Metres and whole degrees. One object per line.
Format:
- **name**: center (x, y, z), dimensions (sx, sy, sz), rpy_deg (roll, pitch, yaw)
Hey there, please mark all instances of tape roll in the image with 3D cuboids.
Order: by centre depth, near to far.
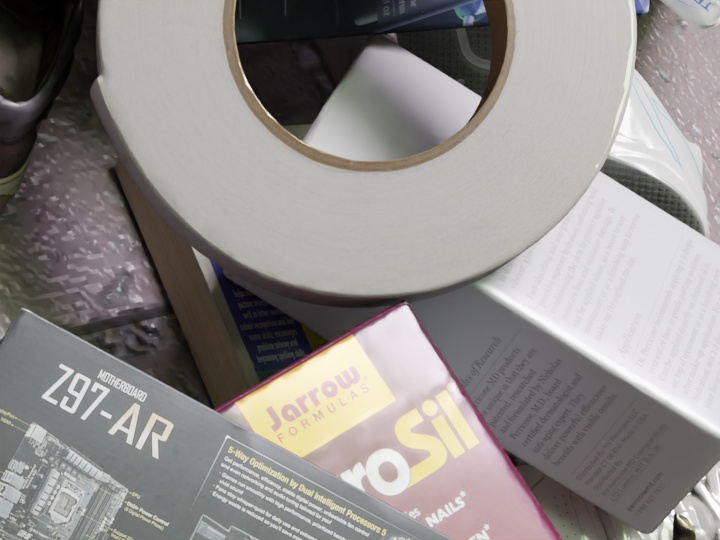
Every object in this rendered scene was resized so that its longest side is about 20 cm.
- **tape roll**: center (0.001, -0.086, 0.933), dimensions (0.203, 0.037, 0.203), rpy_deg (1, 83, -7)

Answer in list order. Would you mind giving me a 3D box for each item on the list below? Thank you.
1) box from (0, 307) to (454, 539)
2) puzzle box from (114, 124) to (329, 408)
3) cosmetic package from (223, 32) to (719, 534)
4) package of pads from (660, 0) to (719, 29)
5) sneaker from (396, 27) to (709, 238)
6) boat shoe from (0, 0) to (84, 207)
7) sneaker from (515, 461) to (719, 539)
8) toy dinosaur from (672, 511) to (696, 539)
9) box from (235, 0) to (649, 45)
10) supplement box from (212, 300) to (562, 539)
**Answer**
- **box**: center (-0.062, 0.129, 0.814), dimensions (0.200, 0.044, 0.160), rpy_deg (28, 68, -6)
- **puzzle box**: center (0.000, 0.000, 1.060), dimensions (0.200, 0.025, 0.133), rpy_deg (-6, 67, -45)
- **cosmetic package**: center (0.059, 0.005, 1.004), dimensions (0.200, 0.071, 0.101), rpy_deg (32, 43, -2)
- **package of pads**: center (0.112, -0.211, 1.238), dimensions (0.200, 0.068, 0.155), rpy_deg (41, 9, -12)
- **sneaker**: center (0.089, -0.082, 1.180), dimensions (0.200, 0.070, 0.080), rpy_deg (46, 33, -18)
- **boat shoe**: center (-0.136, -0.116, 0.985), dimensions (0.072, 0.065, 0.200), rpy_deg (26, 46, -26)
- **sneaker**: center (0.125, 0.101, 1.048), dimensions (0.200, 0.100, 0.075), rpy_deg (-5, 71, -44)
- **toy dinosaur**: center (0.115, 0.152, 0.938), dimensions (0.088, 0.200, 0.047), rpy_deg (35, 63, 2)
- **box**: center (0.011, -0.179, 1.031), dimensions (0.200, 0.107, 0.148), rpy_deg (-6, 109, -17)
- **supplement box**: center (0.015, 0.128, 0.912), dimensions (0.110, 0.086, 0.200), rpy_deg (-30, 84, -28)
